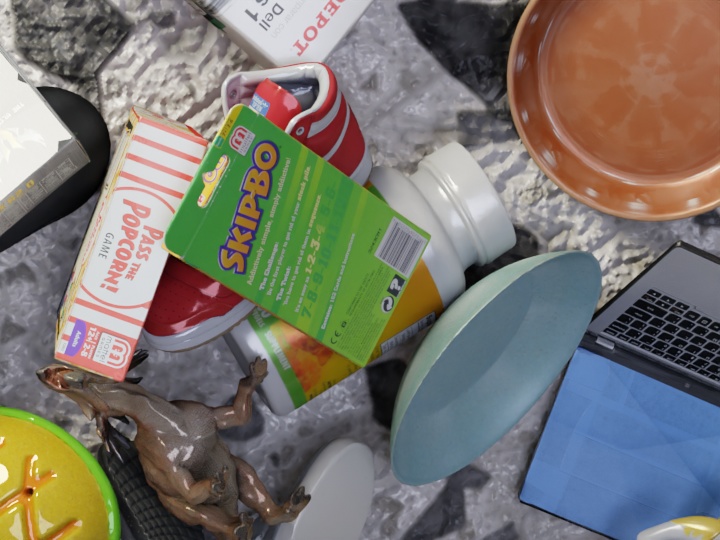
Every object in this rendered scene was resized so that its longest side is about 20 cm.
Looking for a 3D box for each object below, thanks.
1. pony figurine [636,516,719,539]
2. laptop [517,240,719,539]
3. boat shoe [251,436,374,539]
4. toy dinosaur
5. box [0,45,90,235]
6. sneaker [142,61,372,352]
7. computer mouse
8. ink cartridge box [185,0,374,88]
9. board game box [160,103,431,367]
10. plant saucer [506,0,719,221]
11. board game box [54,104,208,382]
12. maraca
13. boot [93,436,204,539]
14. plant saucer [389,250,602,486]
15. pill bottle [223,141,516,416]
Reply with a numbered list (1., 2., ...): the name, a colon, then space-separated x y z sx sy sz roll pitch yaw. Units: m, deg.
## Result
1. pony figurine: 0.215 0.270 1.491 0.199 0.166 0.194 -26 78 12
2. laptop: 0.243 0.105 1.487 0.186 0.200 0.117 23 52 -16
3. boat shoe: -0.056 0.199 1.452 0.072 0.068 0.201 8 107 -49
4. toy dinosaur: -0.118 0.122 1.376 0.086 0.135 0.201 -49 131 -40
5. box: -0.295 -0.068 1.324 0.200 0.048 0.159 -40 75 -5
6. sneaker: -0.077 -0.047 1.326 0.200 0.071 0.113 -48 146 -21
7. computer mouse: -0.249 -0.044 1.374 0.199 0.053 0.139 -33 104 -7
8. ink cartridge box: -0.071 -0.235 1.372 0.200 0.084 0.146 39 89 -16
9. board game box: -0.040 -0.021 1.278 0.200 0.030 0.096 34 82 -49
10. plant saucer: 0.200 -0.133 1.449 0.198 0.032 0.202 4 112 10
11. board game box: -0.146 -0.023 1.325 0.046 0.200 0.153 20 94 -9
12. maraca: -0.247 0.151 1.376 0.199 0.107 0.138 23 97 12
13. boot: -0.157 0.224 1.423 0.131 0.070 0.201 -37 72 26
14. plant saucer: 0.082 0.057 1.431 0.039 0.201 0.201 41 86 26
15. pill bottle: 0.000 0.000 1.412 0.199 0.111 0.112 -32 105 -8
